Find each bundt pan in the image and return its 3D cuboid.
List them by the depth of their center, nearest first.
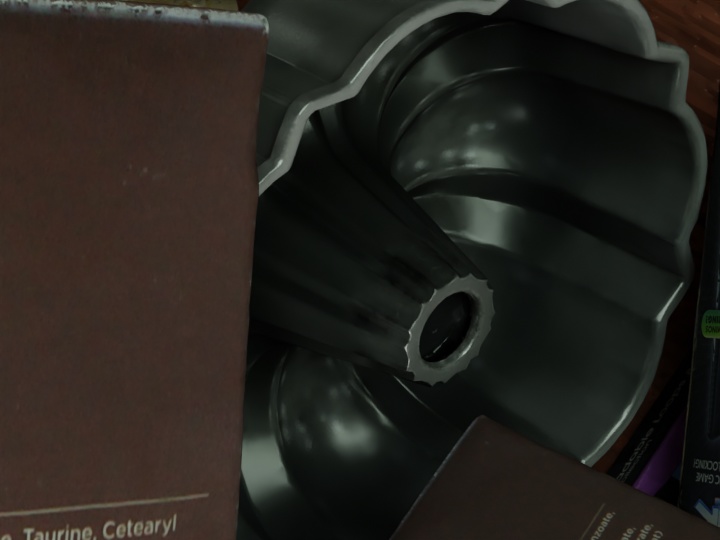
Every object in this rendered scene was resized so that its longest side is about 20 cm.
[{"bbox_3d":[0.000,0.000,0.787,0.202,0.076,0.203,-27,133,-33],"label":"bundt pan"}]

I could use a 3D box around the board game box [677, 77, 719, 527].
[{"bbox_3d":[0.191,0.022,0.834,0.199,0.057,0.166,6,87,-28],"label":"board game box"}]

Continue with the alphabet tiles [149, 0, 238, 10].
[{"bbox_3d":[-0.125,-0.090,0.797,0.199,0.008,0.168,6,55,-28],"label":"alphabet tiles"}]

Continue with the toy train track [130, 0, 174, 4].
[{"bbox_3d":[0.011,-0.098,0.856,0.199,0.033,0.115,-11,69,-28],"label":"toy train track"}]

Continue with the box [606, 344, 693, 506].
[{"bbox_3d":[0.146,0.085,0.880,0.143,0.036,0.200,38,76,-9],"label":"box"}]

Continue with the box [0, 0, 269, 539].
[{"bbox_3d":[-0.136,0.036,0.634,0.164,0.166,0.201,0,96,-42],"label":"box"}]

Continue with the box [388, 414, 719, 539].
[{"bbox_3d":[0.101,0.126,0.747,0.199,0.100,0.075,23,63,24],"label":"box"}]
